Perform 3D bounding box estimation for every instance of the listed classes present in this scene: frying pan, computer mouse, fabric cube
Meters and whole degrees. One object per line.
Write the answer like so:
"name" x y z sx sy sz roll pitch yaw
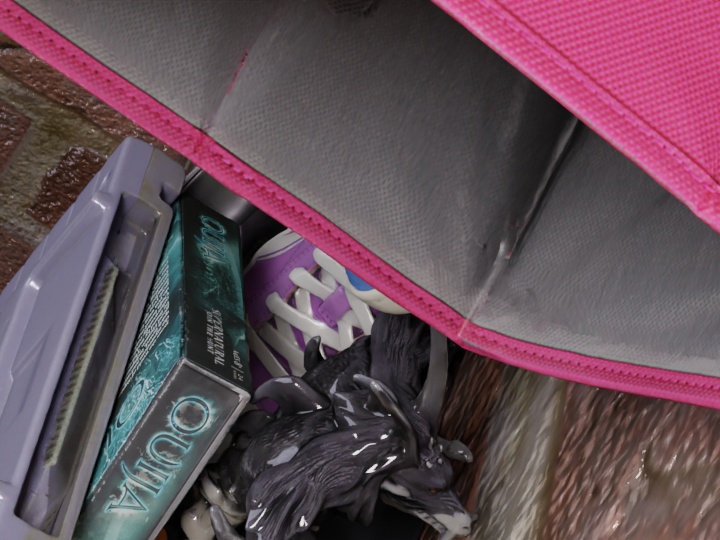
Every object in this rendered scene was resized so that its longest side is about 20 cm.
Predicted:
"frying pan" -0.055 0.002 0.920 0.115 0.031 0.190 -44 -16 -18
"computer mouse" 0.018 0.052 0.884 0.059 0.034 0.201 -50 13 51
"fabric cube" 0.053 -0.102 0.492 0.196 0.200 0.200 8 67 57

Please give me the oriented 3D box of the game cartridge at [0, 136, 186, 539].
"game cartridge" -0.121 0.060 0.775 0.130 0.038 0.201 -41 25 38

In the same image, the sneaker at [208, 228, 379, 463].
"sneaker" 0.000 -0.001 0.823 0.200 0.073 0.114 -44 -6 7

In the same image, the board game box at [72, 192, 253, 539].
"board game box" -0.101 0.083 0.785 0.200 0.028 0.135 -55 18 18

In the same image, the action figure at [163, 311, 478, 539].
"action figure" -0.011 0.083 0.740 0.200 0.102 0.119 -37 17 51

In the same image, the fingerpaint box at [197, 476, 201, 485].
"fingerpaint box" -0.146 0.124 0.931 0.073 0.166 0.201 4 82 57

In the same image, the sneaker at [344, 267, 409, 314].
"sneaker" 0.013 -0.096 0.665 0.201 0.111 0.077 -65 26 0

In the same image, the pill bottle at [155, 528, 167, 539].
"pill bottle" -0.091 0.182 0.837 0.106 0.106 0.201 -51 13 45
